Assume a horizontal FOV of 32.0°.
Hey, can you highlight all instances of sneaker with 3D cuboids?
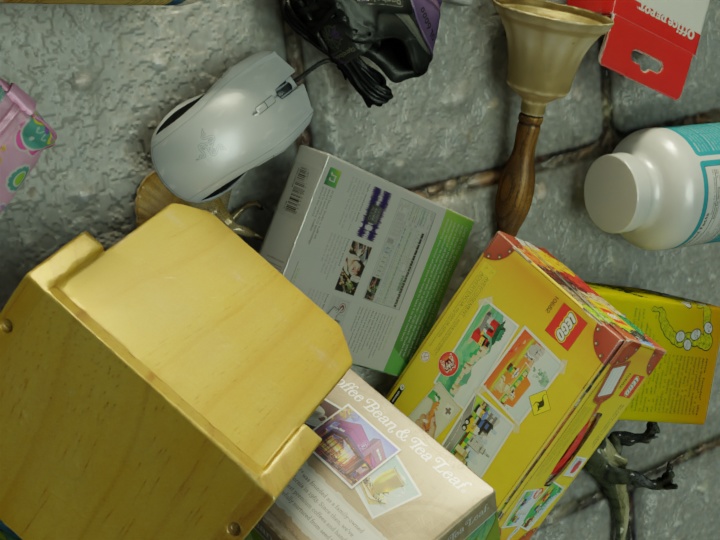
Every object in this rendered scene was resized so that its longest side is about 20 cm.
[{"bbox_3d":[-0.016,-0.202,0.906,0.198,0.075,0.089,20,68,-36],"label":"sneaker"}]

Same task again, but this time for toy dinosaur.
[{"bbox_3d":[0.252,0.185,1.209,0.087,0.048,0.202,-19,119,16],"label":"toy dinosaur"},{"bbox_3d":[-0.133,-0.022,0.924,0.101,0.058,0.200,51,63,-15],"label":"toy dinosaur"}]

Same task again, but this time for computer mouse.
[{"bbox_3d":[-0.067,-0.121,0.919,0.200,0.044,0.110,-43,105,-29],"label":"computer mouse"}]

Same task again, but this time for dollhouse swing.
[{"bbox_3d":[-0.132,0.085,0.832,0.199,0.176,0.182,40,108,2],"label":"dollhouse swing"}]

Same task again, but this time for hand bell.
[{"bbox_3d":[0.146,-0.123,1.078,0.103,0.104,0.203,-4,114,-33],"label":"hand bell"}]

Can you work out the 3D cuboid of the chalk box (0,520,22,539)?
[{"bbox_3d":[-0.291,0.197,0.807,0.124,0.123,0.202,35,80,-34],"label":"chalk box"}]

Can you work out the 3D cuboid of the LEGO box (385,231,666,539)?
[{"bbox_3d":[0.121,0.096,1.007,0.077,0.149,0.201,16,112,-51],"label":"LEGO box"}]

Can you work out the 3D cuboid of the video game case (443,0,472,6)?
[{"bbox_3d":[0.024,-0.320,0.981,0.198,0.022,0.185,7,95,-35],"label":"video game case"}]

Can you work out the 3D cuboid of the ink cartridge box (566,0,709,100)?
[{"bbox_3d":[0.255,-0.266,1.120,0.115,0.067,0.203,16,90,-34],"label":"ink cartridge box"}]

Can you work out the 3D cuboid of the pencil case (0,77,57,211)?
[{"bbox_3d":[-0.282,-0.038,0.792,0.201,0.087,0.088,-52,122,-15],"label":"pencil case"}]

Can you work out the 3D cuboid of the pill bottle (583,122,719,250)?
[{"bbox_3d":[0.302,-0.079,1.162,0.197,0.110,0.113,-7,103,-32],"label":"pill bottle"}]

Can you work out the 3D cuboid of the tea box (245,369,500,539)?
[{"bbox_3d":[-0.006,0.198,0.921,0.133,0.199,0.199,-34,137,-23],"label":"tea box"}]

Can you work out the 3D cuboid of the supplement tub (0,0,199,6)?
[{"bbox_3d":[-0.187,-0.240,0.779,0.197,0.144,0.147,-6,103,-33],"label":"supplement tub"}]

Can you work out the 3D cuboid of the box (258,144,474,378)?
[{"bbox_3d":[0.000,0.000,0.984,0.199,0.036,0.146,20,93,-49],"label":"box"}]

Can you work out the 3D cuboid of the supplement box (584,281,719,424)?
[{"bbox_3d":[0.218,0.069,1.135,0.198,0.108,0.111,7,95,-35],"label":"supplement box"}]
